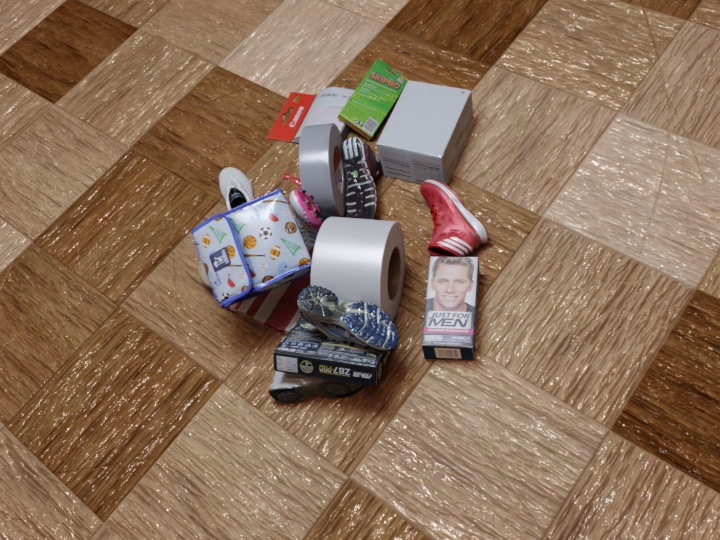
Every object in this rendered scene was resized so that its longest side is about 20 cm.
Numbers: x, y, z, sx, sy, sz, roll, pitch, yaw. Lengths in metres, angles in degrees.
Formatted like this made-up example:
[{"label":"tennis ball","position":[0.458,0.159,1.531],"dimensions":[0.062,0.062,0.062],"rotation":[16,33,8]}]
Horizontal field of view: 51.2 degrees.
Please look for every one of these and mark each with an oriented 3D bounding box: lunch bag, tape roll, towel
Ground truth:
[{"label":"lunch bag","position":[-0.208,-0.039,1.449],"dimensions":[0.199,0.124,0.171],"rotation":[-22,83,-2]},{"label":"tape roll","position":[-0.077,-0.214,1.623],"dimensions":[0.066,0.201,0.201],"rotation":[-3,57,10]},{"label":"tape roll","position":[0.000,0.000,1.469],"dimensions":[0.138,0.203,0.204],"rotation":[6,59,16]},{"label":"towel","position":[-0.185,0.047,1.589],"dimensions":[0.199,0.023,0.144],"rotation":[21,64,23]}]

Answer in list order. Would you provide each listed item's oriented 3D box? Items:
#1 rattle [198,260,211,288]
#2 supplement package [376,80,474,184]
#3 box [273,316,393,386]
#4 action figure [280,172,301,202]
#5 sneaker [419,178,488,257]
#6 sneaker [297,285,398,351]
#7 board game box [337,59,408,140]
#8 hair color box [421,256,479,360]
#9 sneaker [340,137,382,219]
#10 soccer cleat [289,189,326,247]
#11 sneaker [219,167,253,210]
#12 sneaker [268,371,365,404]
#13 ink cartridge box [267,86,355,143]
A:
[{"label":"rattle","position":[-0.326,-0.056,1.603],"dimensions":[0.130,0.143,0.200],"rotation":[-43,54,20]},{"label":"supplement package","position":[0.148,-0.307,1.686],"dimensions":[0.155,0.111,0.201],"rotation":[15,62,21]},{"label":"box","position":[-0.046,0.147,1.426],"dimensions":[0.199,0.049,0.161],"rotation":[6,25,14]},{"label":"action figure","position":[-0.144,-0.221,1.711],"dimensions":[0.098,0.065,0.201],"rotation":[-2,70,7]},{"label":"sneaker","position":[0.164,-0.103,1.573],"dimensions":[0.115,0.078,0.200],"rotation":[-36,56,-12]},{"label":"sneaker","position":[-0.024,0.096,1.387],"dimensions":[0.199,0.085,0.077],"rotation":[27,58,3]},{"label":"board game box","position":[0.033,-0.413,1.802],"dimensions":[0.095,0.030,0.200],"rotation":[34,67,-5]},{"label":"hair color box","position":[0.178,0.071,1.468],"dimensions":[0.099,0.061,0.201],"rotation":[1,58,13]},{"label":"sneaker","position":[0.019,-0.192,1.668],"dimensions":[0.075,0.115,0.201],"rotation":[-6,90,29]},{"label":"soccer cleat","position":[-0.106,-0.090,1.556],"dimensions":[0.086,0.200,0.070],"rotation":[-28,53,13]},{"label":"sneaker","position":[-0.280,-0.175,1.721],"dimensions":[0.073,0.071,0.200],"rotation":[-26,56,-5]},{"label":"sneaker","position":[-0.079,0.197,1.441],"dimensions":[0.199,0.075,0.087],"rotation":[-6,51,8]},{"label":"ink cartridge box","position":[-0.114,-0.379,1.830],"dimensions":[0.199,0.057,0.163],"rotation":[15,62,16]}]
